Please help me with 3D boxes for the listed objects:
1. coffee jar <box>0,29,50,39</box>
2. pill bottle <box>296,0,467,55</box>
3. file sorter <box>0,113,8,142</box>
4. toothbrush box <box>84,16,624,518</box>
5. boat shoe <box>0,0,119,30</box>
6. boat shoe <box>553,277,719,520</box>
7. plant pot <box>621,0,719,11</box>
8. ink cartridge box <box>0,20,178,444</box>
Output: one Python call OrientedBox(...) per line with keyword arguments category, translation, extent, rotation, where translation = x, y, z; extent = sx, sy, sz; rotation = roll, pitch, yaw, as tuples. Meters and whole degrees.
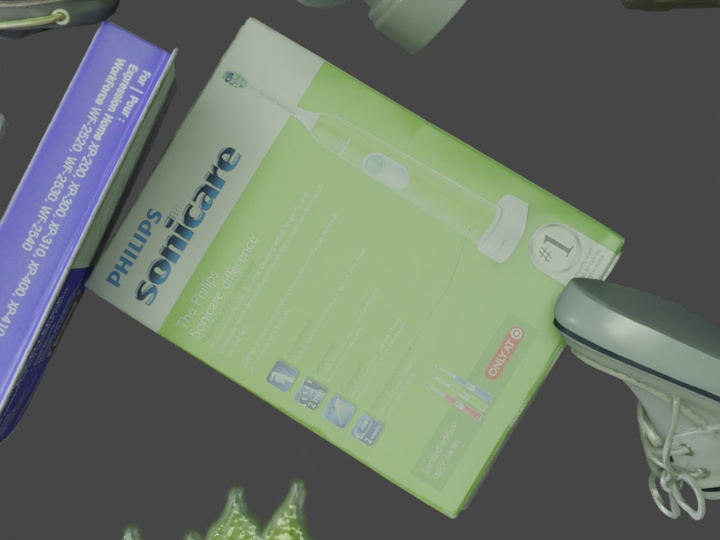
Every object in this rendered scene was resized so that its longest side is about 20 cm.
OrientedBox(category="coffee jar", translation=(-0.189, -0.220, 0.795), extent=(0.104, 0.085, 0.200), rotation=(-35, 82, 18))
OrientedBox(category="pill bottle", translation=(-0.027, -0.193, 0.750), extent=(0.200, 0.112, 0.112), rotation=(38, 91, -7))
OrientedBox(category="file sorter", translation=(-0.273, -0.023, 0.743), extent=(0.139, 0.125, 0.200), rotation=(22, 77, 0))
OrientedBox(category="toothbrush box", translation=(0.000, 0.000, 0.756), extent=(0.200, 0.086, 0.146), rotation=(31, 89, 7))
OrientedBox(category="boat shoe", translation=(-0.185, -0.130, 0.716), extent=(0.202, 0.072, 0.060), rotation=(0, 121, 39))
OrientedBox(category="boat shoe", translation=(0.154, 0.073, 0.713), extent=(0.202, 0.075, 0.086), rotation=(23, 103, -28))
OrientedBox(category="plant pot", translation=(0.183, -0.204, 0.706), extent=(0.200, 0.200, 0.177), rotation=(0, 98, 7))
OrientedBox(category="ink cartridge box", translation=(-0.138, -0.010, 0.717), extent=(0.043, 0.200, 0.198), rotation=(26, 89, -7))
